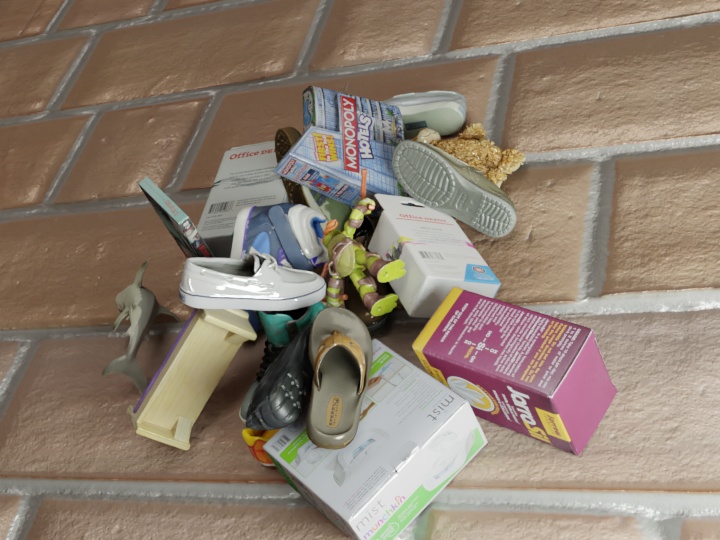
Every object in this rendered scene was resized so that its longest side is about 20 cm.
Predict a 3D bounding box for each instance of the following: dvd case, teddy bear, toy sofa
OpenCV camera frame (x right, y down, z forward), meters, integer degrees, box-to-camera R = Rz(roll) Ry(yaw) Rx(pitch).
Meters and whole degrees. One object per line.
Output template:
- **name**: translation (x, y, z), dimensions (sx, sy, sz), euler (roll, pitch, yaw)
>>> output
- **dvd case**: translation (-0.245, -0.034, 1.640), dimensions (0.022, 0.200, 0.146), euler (-39, 42, -11)
- **teddy bear**: translation (0.147, -0.169, 1.664), dimensions (0.145, 0.067, 0.200), euler (-37, 43, -13)
- **toy sofa**: translation (-0.229, 0.129, 1.495), dimensions (0.200, 0.083, 0.098), euler (-58, 31, 12)

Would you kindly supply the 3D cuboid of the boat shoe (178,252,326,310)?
- **boat shoe**: translation (-0.135, 0.010, 1.454), dimensions (0.200, 0.065, 0.074), euler (-3, 28, -27)

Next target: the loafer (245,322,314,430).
- **loafer**: translation (-0.087, 0.129, 1.395), dimensions (0.070, 0.068, 0.201), euler (-23, 19, 30)

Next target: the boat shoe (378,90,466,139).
- **boat shoe**: translation (0.075, -0.248, 1.786), dimensions (0.201, 0.070, 0.072), euler (-3, 37, 21)

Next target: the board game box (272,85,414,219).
- **board game box**: translation (-0.027, -0.182, 1.637), dimensions (0.062, 0.200, 0.200), euler (-40, 47, 52)

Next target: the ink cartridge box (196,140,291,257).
- **ink cartridge box**: translation (-0.158, -0.104, 1.748), dimensions (0.146, 0.083, 0.200), euler (-6, 48, 23)

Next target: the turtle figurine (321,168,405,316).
- **turtle figurine**: translation (-0.007, -0.023, 1.479), dimensions (0.161, 0.064, 0.200), euler (41, 116, 45)

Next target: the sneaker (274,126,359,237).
- **sneaker**: translation (-0.057, -0.124, 1.672), dimensions (0.090, 0.067, 0.200), euler (-14, 76, -31)

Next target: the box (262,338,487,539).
- **box**: translation (0.017, 0.208, 1.344), dimensions (0.200, 0.097, 0.176), euler (-44, 45, -16)

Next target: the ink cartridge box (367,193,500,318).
- **ink cartridge box**: translation (0.089, -0.019, 1.509), dimensions (0.115, 0.068, 0.200), euler (6, 33, -28)

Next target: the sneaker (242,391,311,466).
- **sneaker**: translation (-0.070, 0.164, 1.448), dimensions (0.073, 0.077, 0.200), euler (17, 57, 40)

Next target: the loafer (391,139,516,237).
- **loafer**: translation (0.133, -0.116, 1.571), dimensions (0.200, 0.075, 0.070), euler (36, 25, 7)

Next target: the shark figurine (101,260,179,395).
- **shark figurine**: translation (-0.314, 0.078, 1.665), dimensions (0.128, 0.089, 0.215), euler (-53, 27, 23)

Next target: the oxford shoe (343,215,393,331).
- **oxford shoe**: translation (0.000, 0.000, 1.566), dimensions (0.073, 0.084, 0.200), euler (-17, 45, 10)

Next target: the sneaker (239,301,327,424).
- **sneaker**: translation (-0.111, 0.105, 1.493), dimensions (0.084, 0.121, 0.200), euler (14, 57, 36)

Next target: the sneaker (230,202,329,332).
- **sneaker**: translation (-0.108, 0.003, 1.587), dimensions (0.146, 0.081, 0.200), euler (3, 84, 18)

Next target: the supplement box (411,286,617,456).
- **supplement box**: translation (0.182, 0.117, 1.323), dimensions (0.200, 0.131, 0.103), euler (17, 60, 39)

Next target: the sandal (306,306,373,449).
- **sandal**: translation (-0.030, 0.118, 1.332), dimensions (0.082, 0.055, 0.200), euler (5, 48, 5)
